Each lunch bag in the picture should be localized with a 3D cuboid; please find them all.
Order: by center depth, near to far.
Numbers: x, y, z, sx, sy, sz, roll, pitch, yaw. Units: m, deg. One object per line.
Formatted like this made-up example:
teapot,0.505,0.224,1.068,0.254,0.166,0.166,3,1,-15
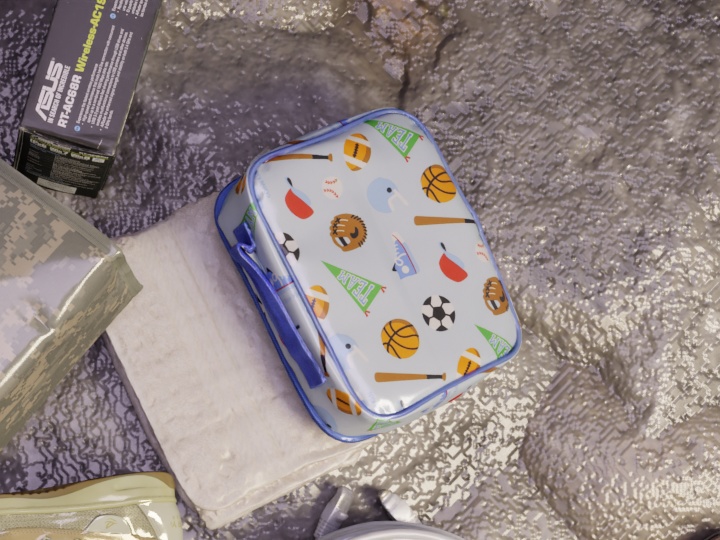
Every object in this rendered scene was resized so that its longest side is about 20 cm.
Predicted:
lunch bag,-0.264,0.001,1.339,0.200,0.118,0.164,38,80,10
lunch bag,0.000,0.000,1.391,0.160,0.076,0.200,-25,84,-31

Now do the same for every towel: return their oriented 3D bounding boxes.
towel,-0.087,0.054,1.408,0.132,0.034,0.200,-24,85,-13

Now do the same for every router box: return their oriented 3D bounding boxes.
router box,-0.159,-0.156,1.367,0.062,0.150,0.200,17,80,-7

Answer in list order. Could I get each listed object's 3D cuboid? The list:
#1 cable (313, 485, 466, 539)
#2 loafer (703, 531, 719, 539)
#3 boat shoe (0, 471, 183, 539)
cable,0.022,0.257,1.376,0.200,0.069,0.200,37,77,-3
loafer,0.210,0.257,1.411,0.072,0.063,0.200,34,78,-2
boat shoe,-0.209,0.171,1.352,0.200,0.073,0.063,-8,78,-18
